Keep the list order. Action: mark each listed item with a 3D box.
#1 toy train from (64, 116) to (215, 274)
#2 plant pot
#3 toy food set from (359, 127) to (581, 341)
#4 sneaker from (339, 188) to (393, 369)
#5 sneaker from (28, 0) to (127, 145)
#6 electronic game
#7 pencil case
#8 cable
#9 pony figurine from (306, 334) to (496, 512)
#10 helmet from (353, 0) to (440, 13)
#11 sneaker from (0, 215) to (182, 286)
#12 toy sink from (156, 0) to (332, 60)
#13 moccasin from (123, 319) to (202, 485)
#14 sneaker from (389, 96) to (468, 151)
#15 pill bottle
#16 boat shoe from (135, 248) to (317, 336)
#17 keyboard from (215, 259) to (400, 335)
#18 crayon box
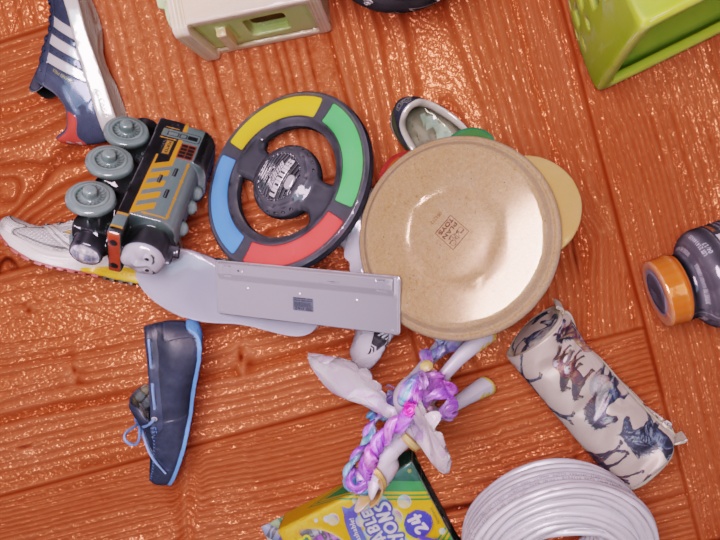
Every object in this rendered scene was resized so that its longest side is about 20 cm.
[{"bbox_3d":[-0.220,-0.080,0.742,0.113,0.201,0.085,13,137,-5],"label":"toy train"},{"bbox_3d":[0.289,-0.314,0.684,0.198,0.200,0.182,-25,86,6],"label":"plant pot"},{"bbox_3d":[0.091,-0.035,0.690,0.197,0.049,0.201,27,94,20],"label":"toy food set"},{"bbox_3d":[0.000,0.000,0.783,0.114,0.075,0.201,20,91,4],"label":"sneaker"},{"bbox_3d":[-0.320,-0.232,0.785,0.084,0.075,0.201,-15,93,0],"label":"sneaker"},{"bbox_3d":[-0.077,-0.092,0.757,0.199,0.042,0.201,-9,70,26],"label":"electronic game"},{"bbox_3d":[0.243,0.129,0.770,0.089,0.078,0.200,-41,90,6],"label":"pencil case"},{"bbox_3d":[0.204,0.284,0.753,0.199,0.069,0.200,23,114,-12],"label":"cable"},{"bbox_3d":[0.052,0.132,0.719,0.166,0.193,0.200,32,61,31],"label":"pony figurine"},{"bbox_3d":[0.042,-0.351,0.695,0.199,0.200,0.191,26,139,2],"label":"helmet"},{"bbox_3d":[-0.292,-0.035,0.803,0.199,0.078,0.083,10,90,-6],"label":"sneaker"},{"bbox_3d":[-0.139,-0.287,0.743,0.199,0.130,0.113,-9,94,3],"label":"toy sink"},{"bbox_3d":[-0.217,0.140,0.791,0.068,0.080,0.201,7,107,-18],"label":"moccasin"},{"bbox_3d":[0.104,-0.103,0.758,0.067,0.090,0.200,-43,91,4],"label":"sneaker"},{"bbox_3d":[0.394,-0.007,0.738,0.199,0.106,0.107,-18,92,5],"label":"pill bottle"},{"bbox_3d":[-0.137,0.018,0.786,0.199,0.066,0.070,13,101,-9],"label":"boat shoe"},{"bbox_3d":[-0.055,0.025,0.711,0.199,0.011,0.057,5,110,22],"label":"keyboard"},{"bbox_3d":[-0.001,0.304,0.812,0.199,0.052,0.126,-28,91,6],"label":"crayon box"}]
